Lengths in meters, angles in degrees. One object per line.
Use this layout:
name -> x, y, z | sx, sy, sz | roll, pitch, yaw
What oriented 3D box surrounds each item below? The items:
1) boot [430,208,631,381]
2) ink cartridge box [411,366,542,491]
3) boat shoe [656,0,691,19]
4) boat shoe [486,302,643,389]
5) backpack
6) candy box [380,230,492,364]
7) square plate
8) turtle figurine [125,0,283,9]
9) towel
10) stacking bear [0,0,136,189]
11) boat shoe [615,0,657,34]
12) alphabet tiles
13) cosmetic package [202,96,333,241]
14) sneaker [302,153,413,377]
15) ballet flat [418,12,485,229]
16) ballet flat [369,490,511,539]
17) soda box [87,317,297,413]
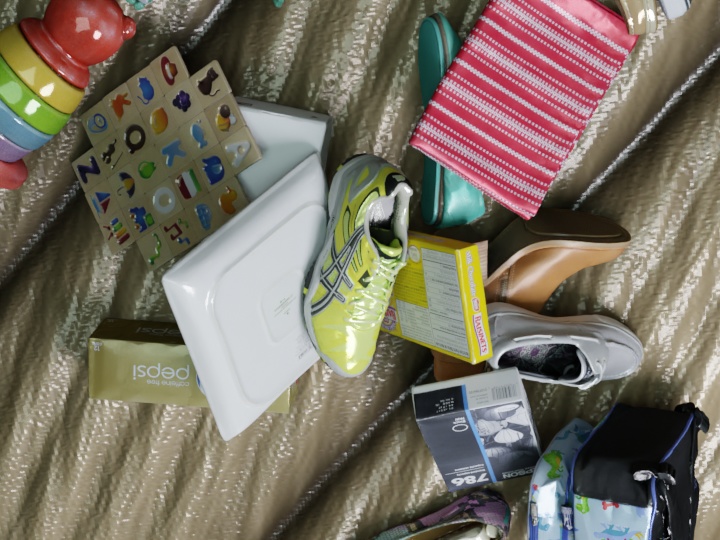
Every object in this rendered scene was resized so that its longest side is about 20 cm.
boot -> 0.155, 0.027, 1.341 | 0.199, 0.074, 0.156 | -5, 117, -7
ink cartridge box -> 0.116, 0.158, 1.323 | 0.099, 0.039, 0.200 | -13, 147, 9
boat shoe -> 0.267, -0.323, 1.236 | 0.071, 0.072, 0.201 | -17, 103, 6
boat shoe -> 0.189, 0.077, 1.305 | 0.199, 0.069, 0.072 | 18, 117, -34
backpack -> 0.238, 0.241, 1.330 | 0.146, 0.183, 0.201 | 5, 110, 25
candy box -> 0.052, 0.016, 1.285 | 0.026, 0.200, 0.103 | -18, 106, -24
square plate -> -0.074, 0.027, 1.276 | 0.028, 0.200, 0.199 | 20, 140, 39
turtle figurine -> -0.152, -0.309, 1.260 | 0.199, 0.101, 0.150 | 11, 134, -13
towel -> 0.149, -0.164, 1.271 | 0.144, 0.022, 0.201 | 31, 90, -18
stacking bear -> -0.298, -0.183, 1.306 | 0.200, 0.114, 0.121 | -43, 97, 9
boat shoe -> 0.200, -0.294, 1.249 | 0.069, 0.074, 0.201 | -23, 92, 5
alphabet tiles -> -0.183, -0.102, 1.319 | 0.199, 0.006, 0.167 | -30, 82, 30
cosmetic package -> -0.091, -0.055, 1.336 | 0.101, 0.074, 0.201 | 12, 103, 2
sneaker -> 0.000, 0.000, 1.255 | 0.075, 0.076, 0.201 | -1, 104, -29
ballet flat -> 0.091, -0.138, 1.310 | 0.070, 0.067, 0.201 | -6, 105, -18
ballet flat -> 0.060, 0.285, 1.408 | 0.199, 0.071, 0.069 | -29, 101, 12
soda box -> -0.162, 0.092, 1.380 | 0.199, 0.068, 0.064 | 3, 105, 4
